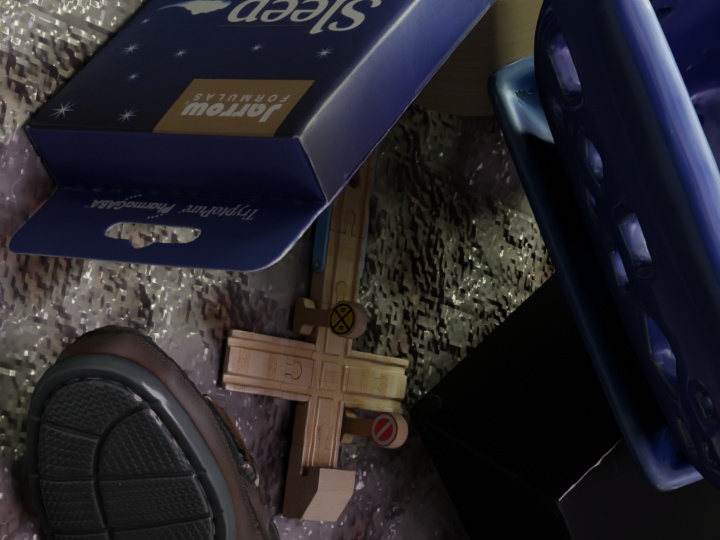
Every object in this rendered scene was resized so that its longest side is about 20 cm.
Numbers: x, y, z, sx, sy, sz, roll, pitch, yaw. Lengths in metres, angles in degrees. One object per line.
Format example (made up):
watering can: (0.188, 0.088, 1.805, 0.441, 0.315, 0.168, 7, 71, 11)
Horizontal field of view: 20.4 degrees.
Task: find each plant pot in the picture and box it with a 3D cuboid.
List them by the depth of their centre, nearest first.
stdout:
plant pot: (0.166, -0.033, 0.715, 0.200, 0.180, 0.200, -20, 84, -17)

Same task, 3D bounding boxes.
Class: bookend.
bookend: (0.148, 0.078, 0.884, 0.200, 0.092, 0.199, -42, 133, -18)

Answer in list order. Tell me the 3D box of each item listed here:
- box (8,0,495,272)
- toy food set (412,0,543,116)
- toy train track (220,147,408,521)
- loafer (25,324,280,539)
box: (-0.028, -0.076, 0.678, 0.200, 0.121, 0.032, -53, 132, -35)
toy food set: (0.100, -0.157, 0.796, 0.200, 0.060, 0.144, -21, 124, -23)
toy train track: (0.000, 0.000, 0.794, 0.115, 0.032, 0.201, 12, 83, -52)
loafer: (-0.063, 0.093, 0.707, 0.063, 0.072, 0.200, -71, 152, -50)
